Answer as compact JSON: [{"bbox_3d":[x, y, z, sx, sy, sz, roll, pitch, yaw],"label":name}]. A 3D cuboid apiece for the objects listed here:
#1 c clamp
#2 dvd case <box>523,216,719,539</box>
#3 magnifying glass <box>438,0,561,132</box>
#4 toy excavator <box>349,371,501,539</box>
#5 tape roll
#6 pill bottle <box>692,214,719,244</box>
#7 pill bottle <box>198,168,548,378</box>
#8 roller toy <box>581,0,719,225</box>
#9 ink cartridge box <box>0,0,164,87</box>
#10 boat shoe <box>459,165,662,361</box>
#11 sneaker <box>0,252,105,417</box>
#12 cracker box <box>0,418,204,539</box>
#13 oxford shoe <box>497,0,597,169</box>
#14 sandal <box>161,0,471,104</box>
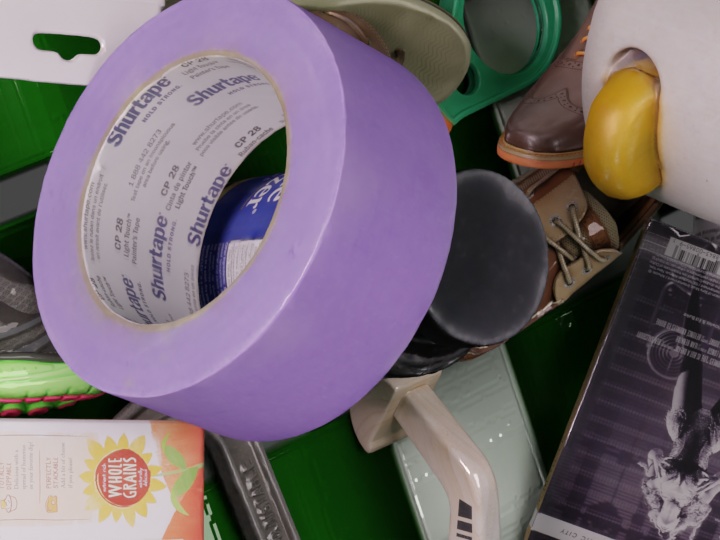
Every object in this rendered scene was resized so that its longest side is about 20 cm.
[{"bbox_3d":[-0.095,0.162,1.296,0.170,0.027,0.201,-22,99,-35],"label":"c clamp"},{"bbox_3d":[0.197,0.088,1.445,0.148,0.016,0.201,20,94,-7],"label":"dvd case"},{"bbox_3d":[0.052,-0.103,1.434,0.080,0.022,0.200,47,59,-24],"label":"magnifying glass"},{"bbox_3d":[0.071,0.164,1.361,0.100,0.194,0.201,-20,125,-35],"label":"toy excavator"},{"bbox_3d":[-0.057,-0.026,1.187,0.085,0.199,0.201,24,72,-45],"label":"tape roll"},{"bbox_3d":[0.256,-0.025,1.514,0.113,0.113,0.201,9,80,-35],"label":"pill bottle"},{"bbox_3d":[0.000,0.000,1.272,0.112,0.200,0.112,3,84,-36],"label":"pill bottle"},{"bbox_3d":[0.213,-0.114,1.375,0.182,0.139,0.201,23,91,-53],"label":"roller toy"},{"bbox_3d":[-0.163,-0.187,1.255,0.115,0.067,0.201,2,84,-36],"label":"ink cartridge box"},{"bbox_3d":[0.112,-0.024,1.435,0.200,0.072,0.076,-47,112,-29],"label":"boat shoe"},{"bbox_3d":[-0.209,0.025,1.207,0.199,0.077,0.084,5,70,-42],"label":"sneaker"},{"bbox_3d":[-0.176,0.138,1.203,0.199,0.058,0.135,3,84,-26],"label":"cracker box"},{"bbox_3d":[0.137,-0.123,1.447,0.200,0.071,0.073,-44,139,-45],"label":"oxford shoe"},{"bbox_3d":[-0.030,-0.111,1.334,0.200,0.057,0.080,4,118,-30],"label":"sandal"}]
